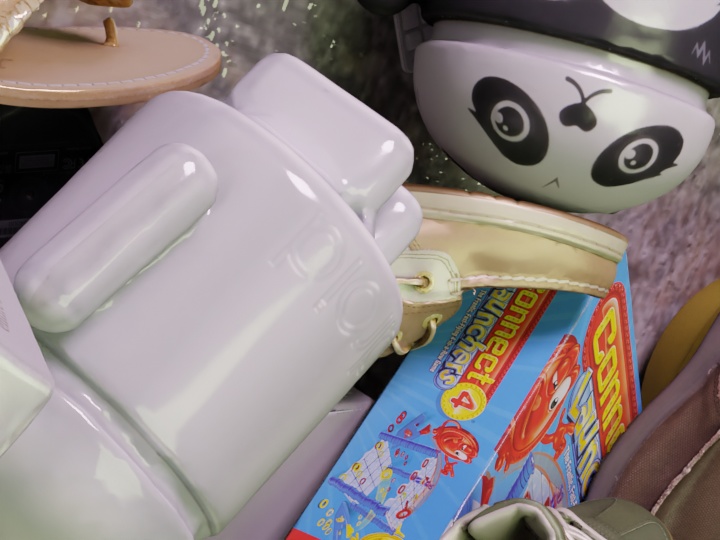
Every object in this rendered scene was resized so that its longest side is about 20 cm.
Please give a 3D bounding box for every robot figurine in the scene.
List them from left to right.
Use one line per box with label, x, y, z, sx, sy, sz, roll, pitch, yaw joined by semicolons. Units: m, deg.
robot figurine;-0.066;0.023;0.694;0.200;0.113;0.170;-47;154;-16
robot figurine;0.091;-0.122;0.822;0.124;0.150;0.201;15;90;-49

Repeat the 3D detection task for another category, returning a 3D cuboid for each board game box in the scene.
board game box;0.048;0.112;0.886;0.196;0.056;0.200;-55;151;-29

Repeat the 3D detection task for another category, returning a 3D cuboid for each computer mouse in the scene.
computer mouse;-0.130;0.018;0.793;0.058;0.034;0.201;-3;119;-28

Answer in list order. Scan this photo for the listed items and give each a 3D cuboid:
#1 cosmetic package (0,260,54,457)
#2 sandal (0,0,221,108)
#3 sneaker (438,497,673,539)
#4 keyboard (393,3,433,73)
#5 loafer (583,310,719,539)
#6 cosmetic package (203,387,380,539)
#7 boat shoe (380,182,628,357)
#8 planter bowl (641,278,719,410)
cosmetic package;-0.218;0.003;0.574;0.166;0.167;0.200;-47;114;2
sandal;-0.137;-0.093;0.702;0.211;0.078;0.070;-7;114;-29
sneaker;0.064;0.117;0.774;0.200;0.067;0.090;-34;142;-47
keyboard;0.093;-0.140;0.904;0.199;0.011;0.057;-25;124;-28
loafer;0.160;0.074;0.899;0.073;0.071;0.201;33;88;-48
cosmetic package;-0.071;0.131;0.852;0.106;0.090;0.201;0;107;-39
boat shoe;0.000;0.000;0.810;0.199;0.074;0.067;6;89;-5
planter bowl;0.193;0.062;1.028;0.200;0.083;0.202;-17;120;-32
